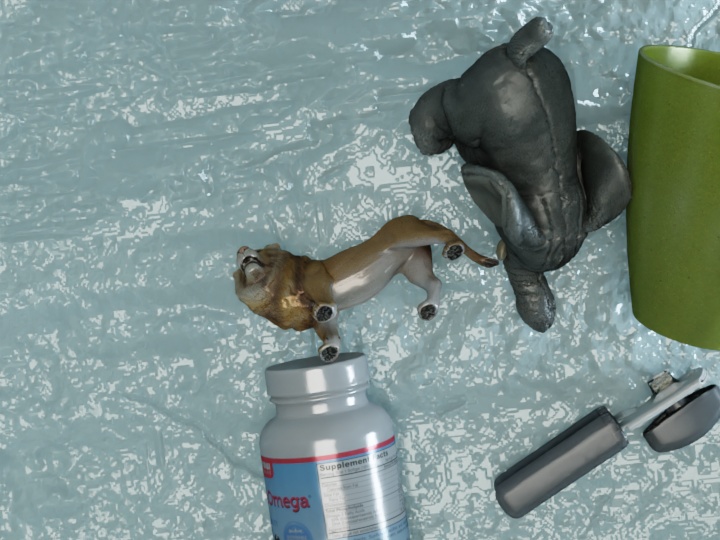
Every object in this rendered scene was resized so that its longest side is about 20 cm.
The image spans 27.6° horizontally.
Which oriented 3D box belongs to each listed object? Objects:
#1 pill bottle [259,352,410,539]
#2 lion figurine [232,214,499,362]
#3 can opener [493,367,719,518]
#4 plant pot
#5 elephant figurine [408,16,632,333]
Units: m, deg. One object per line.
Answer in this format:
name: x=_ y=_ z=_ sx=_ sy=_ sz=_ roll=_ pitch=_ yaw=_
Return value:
pill bottle: x=-0.021 y=0.171 z=1.162 sx=0.108 sy=0.109 sz=0.201 roll=-9 pitch=92 yaw=4
lion figurine: x=0.000 y=0.000 z=1.160 sx=0.199 sy=0.123 sz=0.073 roll=-17 pitch=122 yaw=-6
can opener: x=0.200 y=0.140 z=1.174 sx=0.199 sy=0.053 sz=0.067 roll=-31 pitch=92 yaw=5
plant pot: x=0.276 y=-0.049 z=1.111 sx=0.186 sy=0.187 sz=0.201 roll=13 pitch=109 yaw=3
elephant figurine: x=0.136 y=-0.065 z=1.117 sx=0.141 sy=0.155 sz=0.201 roll=-26 pitch=82 yaw=20
